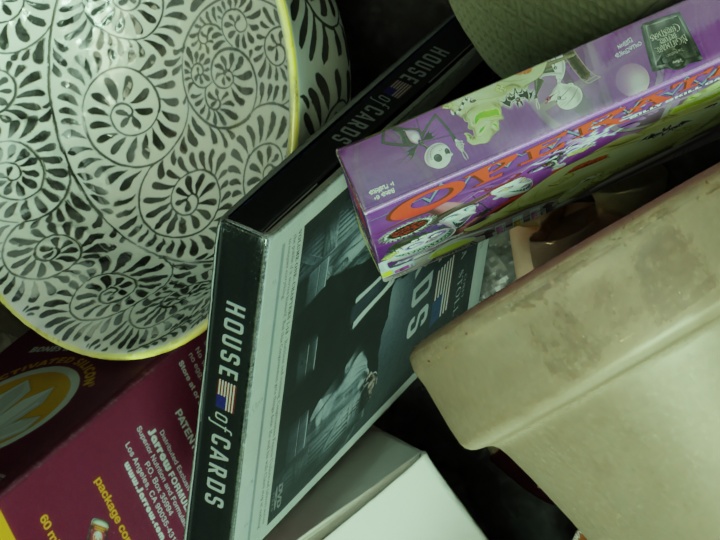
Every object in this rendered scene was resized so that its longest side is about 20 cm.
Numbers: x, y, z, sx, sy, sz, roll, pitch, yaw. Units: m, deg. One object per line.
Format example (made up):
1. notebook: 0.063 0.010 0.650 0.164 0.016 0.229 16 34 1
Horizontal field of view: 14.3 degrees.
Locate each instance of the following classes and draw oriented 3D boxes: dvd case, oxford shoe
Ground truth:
1. dvd case: 0.000 0.000 1.065 0.025 0.200 0.151 23 128 20
2. oxford shoe: 0.085 -0.110 0.972 0.075 0.058 0.200 55 156 -2

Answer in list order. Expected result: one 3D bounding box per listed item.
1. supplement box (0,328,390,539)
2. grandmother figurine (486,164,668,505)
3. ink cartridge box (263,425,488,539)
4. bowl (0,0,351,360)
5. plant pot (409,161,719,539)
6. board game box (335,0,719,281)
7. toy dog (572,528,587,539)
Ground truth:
1. supplement box: -0.099 0.072 1.116 0.110 0.200 0.086 -3 119 45
2. grandmother figurine: 0.099 0.057 1.160 0.121 0.061 0.200 -4 111 24
3. ink cartridge box: 0.029 0.161 1.166 0.084 0.146 0.200 -38 105 -10
4. bowl: -0.068 -0.070 1.098 0.200 0.094 0.201 5 98 41
5. plant pot: 0.143 0.054 1.000 0.200 0.200 0.175 -32 85 24
6. board game box: 0.091 -0.056 0.952 0.200 0.120 0.032 -23 75 0
7. toy dog: 0.127 0.146 1.072 0.132 0.200 0.096 43 132 10
